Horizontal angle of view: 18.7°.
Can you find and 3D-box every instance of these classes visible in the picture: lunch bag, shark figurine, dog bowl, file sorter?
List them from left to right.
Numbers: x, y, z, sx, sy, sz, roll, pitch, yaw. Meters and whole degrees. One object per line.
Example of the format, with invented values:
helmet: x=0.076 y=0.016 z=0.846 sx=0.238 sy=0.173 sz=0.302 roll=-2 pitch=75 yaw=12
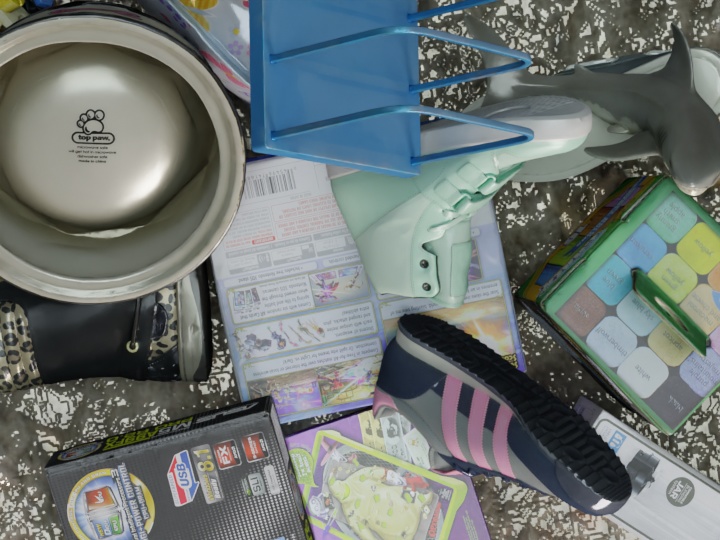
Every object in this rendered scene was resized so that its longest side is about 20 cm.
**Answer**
dog bowl: x=-0.172 y=-0.082 z=1.394 sx=0.199 sy=0.074 sz=0.201 roll=-1 pitch=118 yaw=-3
lunch bag: x=-0.064 y=-0.179 z=1.448 sx=0.127 sy=0.170 sz=0.200 roll=-42 pitch=90 yaw=-2
file sorter: x=0.022 y=-0.169 z=1.302 sx=0.138 sy=0.122 sz=0.201 roll=7 pitch=79 yaw=-46
shark figurine: x=0.177 y=-0.122 z=1.424 sx=0.128 sy=0.214 sz=0.090 roll=-17 pitch=123 yaw=-40

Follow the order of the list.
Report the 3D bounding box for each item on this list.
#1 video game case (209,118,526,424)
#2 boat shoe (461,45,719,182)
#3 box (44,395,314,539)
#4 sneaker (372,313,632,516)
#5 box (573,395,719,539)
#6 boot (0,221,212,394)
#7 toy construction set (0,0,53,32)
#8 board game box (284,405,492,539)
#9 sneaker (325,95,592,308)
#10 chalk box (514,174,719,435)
video game case: x=0.000 y=0.000 z=1.505 sx=0.199 sy=0.045 sz=0.182 roll=-11 pitch=97 yaw=2
boat shoe: x=0.163 y=-0.109 z=1.508 sx=0.199 sy=0.062 sz=0.073 roll=-14 pitch=97 yaw=20
box: x=-0.111 y=0.202 z=1.499 sx=0.160 sy=0.044 sz=0.201 roll=-14 pitch=102 yaw=4
sneaker: x=0.090 y=0.113 z=1.437 sx=0.200 sy=0.070 sz=0.082 roll=39 pitch=116 yaw=30
box: x=0.225 y=0.168 z=1.495 sx=0.200 sy=0.117 sz=0.060 roll=32 pitch=91 yaw=-3
boot: x=-0.186 y=-0.016 z=1.499 sx=0.153 sy=0.073 sz=0.204 roll=-7 pitch=91 yaw=1
toy construction set: x=-0.255 y=-0.164 z=1.452 sx=0.092 sy=0.131 sz=0.200 roll=-10 pitch=130 yaw=23
board game box: x=0.031 y=0.193 z=1.533 sx=0.120 sy=0.032 sz=0.201 roll=-18 pitch=92 yaw=-5
sneaker: x=0.077 y=-0.041 z=1.409 sx=0.200 sy=0.074 sz=0.119 roll=-13 pitch=98 yaw=39
chalk box: x=0.196 y=0.020 z=1.446 sx=0.125 sy=0.200 sz=0.124 roll=45 pitch=89 yaw=-4
